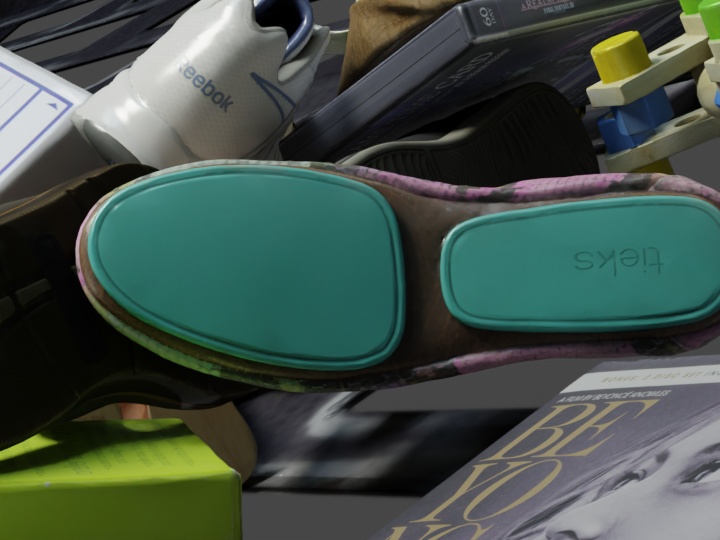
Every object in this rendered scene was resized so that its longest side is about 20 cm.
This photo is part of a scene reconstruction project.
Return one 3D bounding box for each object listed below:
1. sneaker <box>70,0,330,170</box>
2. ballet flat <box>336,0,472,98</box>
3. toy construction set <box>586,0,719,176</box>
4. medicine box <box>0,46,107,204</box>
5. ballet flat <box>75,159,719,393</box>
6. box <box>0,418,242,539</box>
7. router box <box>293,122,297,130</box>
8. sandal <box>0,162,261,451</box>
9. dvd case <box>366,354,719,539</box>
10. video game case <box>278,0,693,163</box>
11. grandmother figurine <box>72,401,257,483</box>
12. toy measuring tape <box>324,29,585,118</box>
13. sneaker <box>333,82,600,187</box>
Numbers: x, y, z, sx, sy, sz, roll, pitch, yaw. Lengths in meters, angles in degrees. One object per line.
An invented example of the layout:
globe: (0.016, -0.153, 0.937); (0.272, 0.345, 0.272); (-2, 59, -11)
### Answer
sneaker: (-0.044, -0.072, 1.074); (0.087, 0.074, 0.200); (-45, 5, 12)
ballet flat: (0.033, -0.113, 1.044); (0.068, 0.073, 0.200); (-15, -9, -19)
toy construction set: (0.174, -0.091, 0.937); (0.200, 0.092, 0.131); (-41, 14, -11)
medicine box: (-0.214, -0.012, 1.111); (0.200, 0.103, 0.182); (28, 63, 35)
ballet flat: (0.017, 0.003, 0.842); (0.199, 0.069, 0.071); (-2, -9, 0)
box: (-0.141, 0.073, 0.811); (0.199, 0.048, 0.122); (-2, 5, -12)
router box: (-0.106, 0.003, 1.216); (0.199, 0.051, 0.149); (-28, 14, 0)
sandal: (-0.093, 0.020, 0.846); (0.054, 0.082, 0.200); (-24, 0, 31)
dvd case: (0.038, 0.074, 0.698); (0.200, 0.016, 0.149); (-34, 13, -29)
video game case: (0.085, -0.083, 1.042); (0.199, 0.019, 0.143); (-14, -10, -31)
grandmother figurine: (-0.081, 0.040, 1.013); (0.121, 0.061, 0.200); (0, 10, -2)
toy measuring tape: (0.009, -0.071, 1.179); (0.199, 0.074, 0.074); (-1, 23, 27)
sneaker: (0.000, 0.000, 0.980); (0.106, 0.075, 0.200); (-24, 2, 33)
